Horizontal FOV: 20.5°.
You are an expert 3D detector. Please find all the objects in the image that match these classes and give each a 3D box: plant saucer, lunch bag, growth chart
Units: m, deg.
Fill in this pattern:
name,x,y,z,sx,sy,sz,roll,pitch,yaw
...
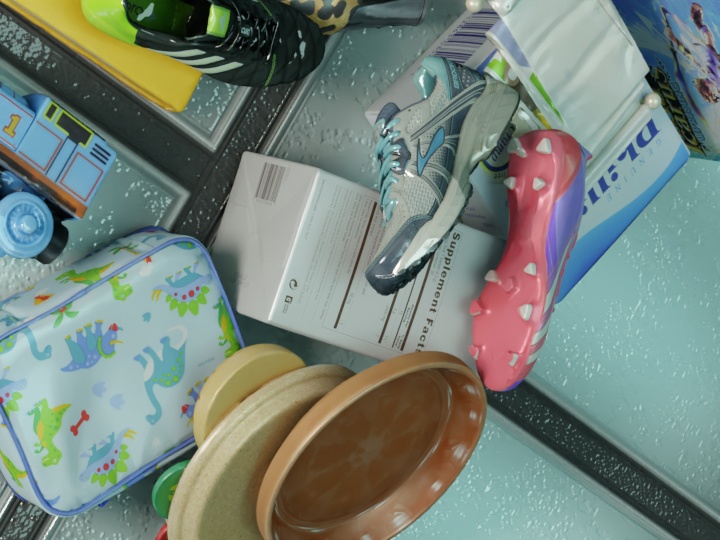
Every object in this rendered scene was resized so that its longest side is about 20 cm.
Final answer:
name,x,y,z,sx,sy,sz,roll,pitch,yaw
plant saucer,0.007,0.138,1.482,0.199,0.032,0.201,-26,143,-22
lunch bag,-0.184,0.075,1.442,0.199,0.082,0.162,-31,113,-25
growth chart,0.157,-0.160,1.530,0.144,0.018,0.201,-39,116,-20

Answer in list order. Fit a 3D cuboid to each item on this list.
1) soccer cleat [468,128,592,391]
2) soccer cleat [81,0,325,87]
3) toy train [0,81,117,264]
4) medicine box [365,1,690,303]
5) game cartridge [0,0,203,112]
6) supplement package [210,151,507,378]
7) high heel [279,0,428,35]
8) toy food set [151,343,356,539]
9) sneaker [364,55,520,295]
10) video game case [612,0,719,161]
name,x,y,z,sx,sy,sz,roll,pitch,yaw
soccer cleat,0.134,-0.006,1.496,0.076,0.066,0.202,13,85,-45
soccer cleat,-0.103,-0.172,1.416,0.198,0.081,0.068,11,92,-33
toy train,-0.269,-0.088,1.365,0.200,0.086,0.115,37,69,-28
medicine box,0.137,-0.110,1.598,0.182,0.103,0.200,-46,117,-17
game cartridge,-0.155,-0.244,1.440,0.176,0.032,0.201,33,78,-31
supplement package,0.000,0.000,1.519,0.199,0.121,0.121,19,88,-33
high heel,-0.002,-0.276,1.499,0.142,0.071,0.202,-9,111,-37
toy food set,-0.073,0.149,1.487,0.199,0.049,0.199,13,112,-54
sneaker,0.037,-0.071,1.437,0.086,0.078,0.201,31,58,-5
video game case,0.285,-0.177,1.631,0.045,0.181,0.201,-39,116,-19
